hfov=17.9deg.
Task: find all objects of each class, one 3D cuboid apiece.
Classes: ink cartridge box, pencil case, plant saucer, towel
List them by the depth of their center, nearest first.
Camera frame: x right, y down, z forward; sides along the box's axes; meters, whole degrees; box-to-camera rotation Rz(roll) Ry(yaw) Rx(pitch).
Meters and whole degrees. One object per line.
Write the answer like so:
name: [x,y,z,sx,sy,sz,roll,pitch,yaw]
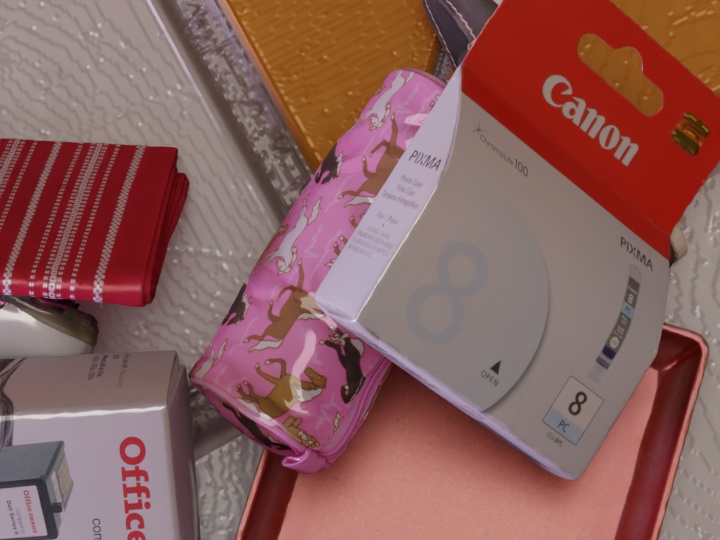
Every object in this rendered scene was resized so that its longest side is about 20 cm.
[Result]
ink cartridge box: [0.093,-0.025,1.074,0.160,0.047,0.201,35,86,-32]
ink cartridge box: [-0.179,0.122,1.091,0.199,0.084,0.147,-4,105,0]
pencil case: [0.000,0.000,1.107,0.083,0.086,0.201,38,80,-23]
towel: [-0.190,-0.026,1.135,0.199,0.145,0.023,3,120,2]
plant saucer: [0.052,0.101,1.142,0.199,0.037,0.201,17,79,4]

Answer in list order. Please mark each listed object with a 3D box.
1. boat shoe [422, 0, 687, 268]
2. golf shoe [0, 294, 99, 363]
boat shoe: [0.085,-0.069,1.163,0.057,0.067,0.200,-37,83,-11]
golf shoe: [-0.228,0.038,1.147,0.199,0.073,0.093,7,84,11]
